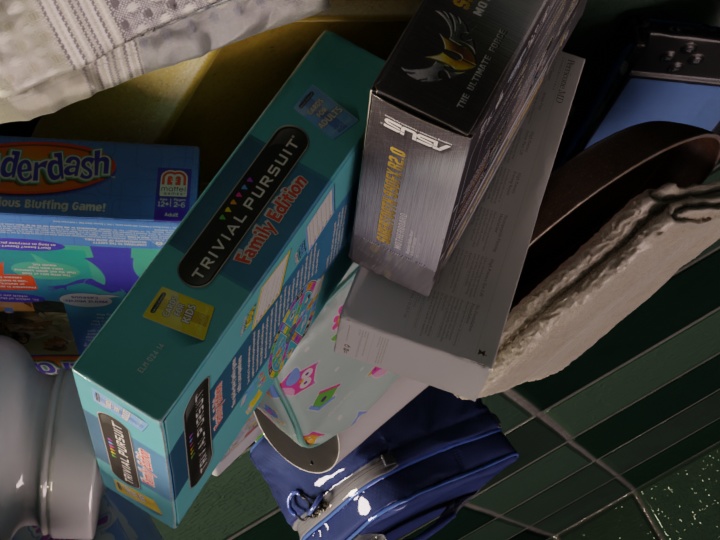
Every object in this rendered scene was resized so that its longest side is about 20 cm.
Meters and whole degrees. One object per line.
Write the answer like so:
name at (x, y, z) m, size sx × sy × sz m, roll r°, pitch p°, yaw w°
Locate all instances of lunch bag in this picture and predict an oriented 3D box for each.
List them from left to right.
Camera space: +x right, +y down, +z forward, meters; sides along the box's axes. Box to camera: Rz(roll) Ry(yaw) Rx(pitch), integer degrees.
lunch bag at (0.000, 0.000, 0.845) m, size 0.200 × 0.077 × 0.161 m, roll -46°, pitch 152°, yaw -15°
lunch bag at (0.020, 0.153, 1.088) m, size 0.199 × 0.133 × 0.136 m, roll -15°, pitch 156°, yaw -47°

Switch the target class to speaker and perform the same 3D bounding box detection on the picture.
speaker at (0.014, 0.060, 0.989) m, size 0.200 × 0.081 × 0.081 m, roll -36°, pitch 168°, yaw -41°

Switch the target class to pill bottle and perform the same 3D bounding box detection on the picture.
pill bottle at (-0.229, 0.084, 0.688) m, size 0.199 × 0.113 × 0.112 m, roll 6°, pitch 152°, yaw -7°

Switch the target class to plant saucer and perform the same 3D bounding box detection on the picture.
plant saucer at (-0.046, -0.098, 0.693) m, size 0.199 × 0.049 × 0.200 m, roll -10°, pitch 152°, yaw -40°
plant saucer at (0.135, -0.028, 0.859) m, size 0.200 × 0.035 × 0.200 m, roll -33°, pitch 161°, yaw -12°

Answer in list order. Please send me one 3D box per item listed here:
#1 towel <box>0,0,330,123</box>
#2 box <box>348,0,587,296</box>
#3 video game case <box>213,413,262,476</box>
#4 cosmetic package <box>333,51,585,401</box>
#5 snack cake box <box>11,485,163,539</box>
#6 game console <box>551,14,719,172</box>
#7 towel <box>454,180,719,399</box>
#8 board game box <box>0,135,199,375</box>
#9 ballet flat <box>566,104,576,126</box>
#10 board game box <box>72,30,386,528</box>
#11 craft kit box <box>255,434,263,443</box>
towel at (-0.077, -0.149, 0.504) m, size 0.192 × 0.035 × 0.200 m, roll -25°, pitch 146°, yaw -8°
box at (0.063, -0.107, 0.659) m, size 0.201 × 0.048 × 0.159 m, roll -60°, pitch 171°, yaw -23°
video game case at (-0.049, 0.051, 0.982) m, size 0.182 × 0.023 × 0.200 m, roll -43°, pitch 164°, yaw -19°
cosmetic package at (0.055, -0.037, 0.745) m, size 0.082 × 0.201 × 0.051 m, roll 18°, pitch 153°, yaw 5°
snack cake box at (-0.179, 0.156, 0.773) m, size 0.115 × 0.200 × 0.067 m, roll -40°, pitch 135°, yaw -2°
game console at (0.179, -0.064, 0.934) m, size 0.170 × 0.119 × 0.200 m, roll 4°, pitch 150°, yaw -14°
towel at (0.151, 0.011, 0.882) m, size 0.200 × 0.035 × 0.132 m, roll -45°, pitch 159°, yaw 30°
board game box at (-0.157, 0.003, 0.703) m, size 0.151 × 0.045 × 0.200 m, roll 3°, pitch 151°, yaw -6°
ballet flat at (0.085, -0.063, 0.910) m, size 0.067 × 0.064 × 0.200 m, roll -17°, pitch 156°, yaw -23°
board game box at (-0.054, 0.007, 0.655) m, size 0.200 × 0.047 × 0.151 m, roll -56°, pitch 169°, yaw -25°
craft kit box at (-0.005, 0.103, 1.209) m, size 0.199 × 0.049 × 0.198 m, roll -27°, pitch 156°, yaw -5°
